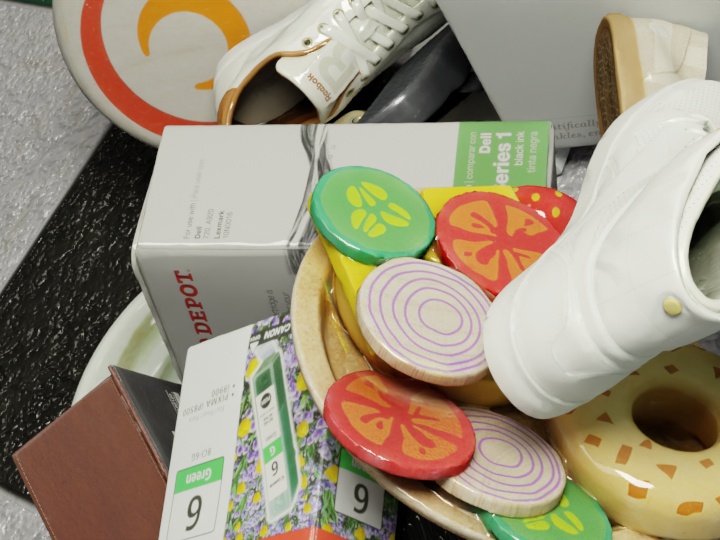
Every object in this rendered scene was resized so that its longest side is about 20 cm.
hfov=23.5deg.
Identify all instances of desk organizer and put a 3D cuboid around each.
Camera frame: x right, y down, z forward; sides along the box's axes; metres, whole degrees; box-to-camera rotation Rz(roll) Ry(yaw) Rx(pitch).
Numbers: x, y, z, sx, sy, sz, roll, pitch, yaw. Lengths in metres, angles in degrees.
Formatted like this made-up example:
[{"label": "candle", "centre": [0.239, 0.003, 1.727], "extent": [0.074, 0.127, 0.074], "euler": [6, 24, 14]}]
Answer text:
[{"label": "desk organizer", "centre": [-0.094, 0.155, 0.884], "extent": [0.077, 0.072, 0.201], "euler": [-37, 65, 13]}]

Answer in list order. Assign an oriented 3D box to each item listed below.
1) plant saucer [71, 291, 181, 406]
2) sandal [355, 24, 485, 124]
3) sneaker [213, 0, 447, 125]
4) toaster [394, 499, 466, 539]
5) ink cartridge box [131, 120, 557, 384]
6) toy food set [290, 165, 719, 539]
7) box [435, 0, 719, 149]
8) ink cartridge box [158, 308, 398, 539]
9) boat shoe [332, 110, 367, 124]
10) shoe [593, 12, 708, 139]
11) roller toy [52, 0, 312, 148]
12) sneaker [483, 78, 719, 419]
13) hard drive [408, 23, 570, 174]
[{"label": "plant saucer", "centre": [-0.081, 0.076, 1.004], "extent": [0.199, 0.050, 0.202], "euler": [-21, 47, 24]}, {"label": "sandal", "centre": [0.045, -0.101, 0.967], "extent": [0.076, 0.043, 0.200], "euler": [-37, 10, 35]}, {"label": "sneaker", "centre": [-0.001, -0.131, 0.989], "extent": [0.199, 0.073, 0.085], "euler": [-38, 27, 19]}, {"label": "toaster", "centre": [0.043, 0.155, 0.765], "extent": [0.181, 0.118, 0.201], "euler": [-45, 40, 20]}, {"label": "ink cartridge box", "centre": [0.000, 0.000, 0.877], "extent": [0.198, 0.147, 0.085], "euler": [1, 54, 10]}, {"label": "toy food set", "centre": [0.064, 0.035, 0.701], "extent": [0.201, 0.196, 0.049], "euler": [65, 145, 34]}, {"label": "box", "centre": [0.147, -0.177, 0.891], "extent": [0.197, 0.200, 0.132], "euler": [-4, 55, 25]}, {"label": "ink cartridge box", "centre": [-0.038, 0.119, 0.745], "extent": [0.108, 0.050, 0.202], "euler": [-21, 52, 42]}, {"label": "boat shoe", "centre": [0.000, -0.058, 1.009], "extent": [0.199, 0.075, 0.075], "euler": [0, 86, 38]}, {"label": "shoe", "centre": [0.141, -0.027, 0.822], "extent": [0.053, 0.070, 0.202], "euler": [4, 75, -9]}, {"label": "roller toy", "centre": [-0.092, -0.180, 1.103], "extent": [0.200, 0.182, 0.140], "euler": [-46, 16, 34]}, {"label": "sneaker", "centre": [0.136, -0.027, 0.663], "extent": [0.115, 0.074, 0.200], "euler": [-30, 16, 45]}, {"label": "hard drive", "centre": [0.093, -0.147, 1.058], "extent": [0.131, 0.026, 0.201], "euler": [1, 60, 39]}]
